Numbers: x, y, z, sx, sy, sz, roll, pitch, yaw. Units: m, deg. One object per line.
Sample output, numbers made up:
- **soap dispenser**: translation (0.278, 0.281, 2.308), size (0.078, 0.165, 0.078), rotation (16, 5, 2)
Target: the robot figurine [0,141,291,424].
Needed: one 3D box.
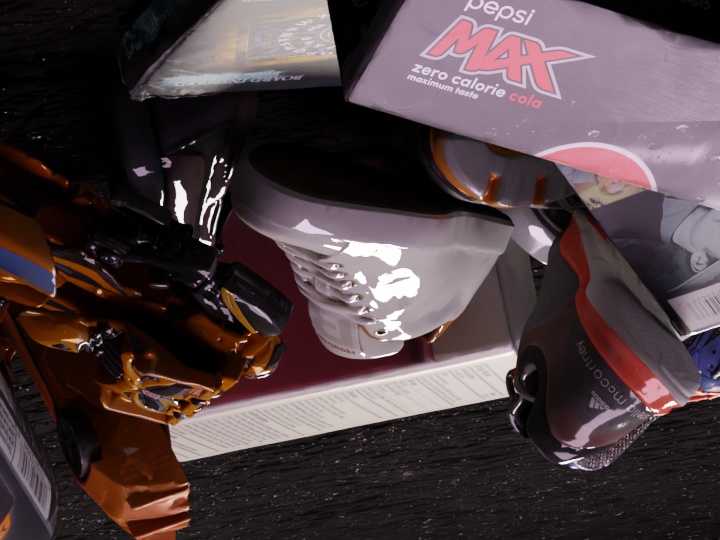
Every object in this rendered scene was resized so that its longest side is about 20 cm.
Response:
- **robot figurine**: translation (-0.125, 0.002, 1.143), size (0.200, 0.058, 0.145), rotation (26, 160, -10)

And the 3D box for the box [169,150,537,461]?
- **box**: translation (-0.020, 0.016, 1.389), size (0.199, 0.109, 0.128), rotation (-12, 167, 9)

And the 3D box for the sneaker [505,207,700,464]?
- **sneaker**: translation (0.091, 0.032, 1.236), size (0.082, 0.077, 0.200), rotation (-42, -176, 10)

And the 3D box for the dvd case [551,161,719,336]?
- **dvd case**: translation (0.150, -0.052, 1.099), size (0.146, 0.022, 0.200), rotation (-19, 138, 22)

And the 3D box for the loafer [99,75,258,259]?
- **loafer**: translation (-0.073, -0.033, 1.224), size (0.063, 0.072, 0.200), rotation (-16, 164, -7)

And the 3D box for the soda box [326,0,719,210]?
- **soda box**: translation (0.092, -0.075, 0.985), size (0.199, 0.063, 0.071), rotation (15, 128, -21)

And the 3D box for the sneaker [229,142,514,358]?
- **sneaker**: translation (0.000, 0.000, 1.220), size (0.073, 0.085, 0.200), rotation (31, -171, 28)

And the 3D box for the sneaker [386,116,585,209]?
- **sneaker**: translation (0.101, -0.061, 1.246), size (0.199, 0.079, 0.077), rotation (2, 178, -34)

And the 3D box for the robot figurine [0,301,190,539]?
- **robot figurine**: translation (-0.158, 0.049, 1.251), size (0.145, 0.200, 0.058), rotation (-17, 138, -19)

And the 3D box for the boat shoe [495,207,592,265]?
- **boat shoe**: translation (0.145, -0.041, 1.372), size (0.200, 0.071, 0.064), rotation (-1, 156, -45)

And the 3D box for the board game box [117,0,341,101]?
- **board game box**: translation (0.023, -0.102, 1.074), size (0.199, 0.028, 0.135), rotation (-5, 167, -25)

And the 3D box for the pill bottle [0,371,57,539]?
- **pill bottle**: translation (-0.186, 0.055, 1.083), size (0.106, 0.107, 0.200), rotation (-11, 151, 4)

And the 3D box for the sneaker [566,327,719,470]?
- **sneaker**: translation (0.156, 0.034, 1.345), size (0.075, 0.079, 0.200), rotation (1, 140, -42)
